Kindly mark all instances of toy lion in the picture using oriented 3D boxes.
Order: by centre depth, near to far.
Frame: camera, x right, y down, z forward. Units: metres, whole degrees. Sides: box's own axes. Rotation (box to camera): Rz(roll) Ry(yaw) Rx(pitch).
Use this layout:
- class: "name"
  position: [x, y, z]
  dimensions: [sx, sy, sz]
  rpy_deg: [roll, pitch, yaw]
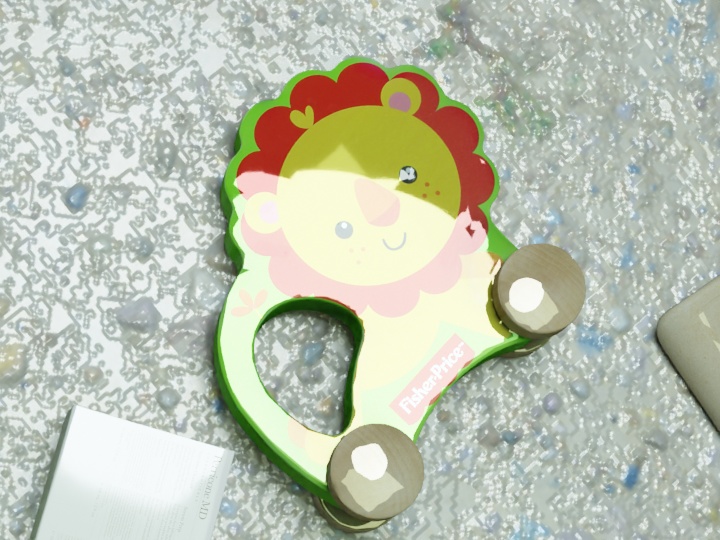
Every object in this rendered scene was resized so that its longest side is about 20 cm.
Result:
- class: "toy lion"
  position: [0.000, 0.000, 0.955]
  dimensions: [0.192, 0.069, 0.200]
  rpy_deg: [42, 74, 2]

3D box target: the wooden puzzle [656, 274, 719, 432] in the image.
- class: "wooden puzzle"
  position: [0.281, 0.051, 0.978]
  dimensions: [0.199, 0.046, 0.186]
  rpy_deg: [-35, 91, 12]

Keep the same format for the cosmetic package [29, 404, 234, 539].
- class: "cosmetic package"
  position: [-0.126, 0.172, 0.894]
  dimensions: [0.082, 0.051, 0.202]
  rpy_deg: [17, 77, -10]
